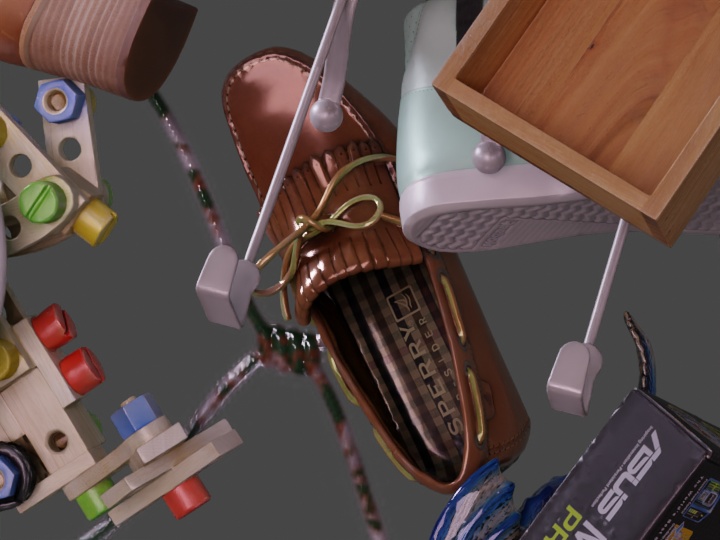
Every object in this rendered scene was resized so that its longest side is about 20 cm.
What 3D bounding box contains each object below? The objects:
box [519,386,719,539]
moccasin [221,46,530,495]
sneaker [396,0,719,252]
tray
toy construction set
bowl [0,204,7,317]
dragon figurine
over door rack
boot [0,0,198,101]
[{"bbox_3d":[0.098,0.152,1.081,0.044,0.160,0.200,42,99,36],"label":"box"},{"bbox_3d":[-0.001,0.001,1.146,0.073,0.078,0.202,-24,85,19],"label":"moccasin"},{"bbox_3d":[0.112,-0.077,1.125,0.199,0.074,0.119,-4,67,-1],"label":"sneaker"},{"bbox_3d":[0.124,-0.118,0.993,0.098,0.037,0.200,32,83,23],"label":"tray"},{"bbox_3d":[-0.128,0.028,1.176,0.131,0.092,0.201,-33,72,11],"label":"toy construction set"},{"bbox_3d":[-0.250,-0.004,1.118,0.200,0.090,0.202,0,90,16],"label":"bowl"},{"bbox_3d":[0.067,0.114,1.113,0.059,0.099,0.201,33,100,28],"label":"dragon figurine"},{"bbox_3d":[0.039,-0.038,1.043,0.147,0.067,0.201,14,57,13],"label":"over door rack"},{"bbox_3d":[-0.116,-0.183,1.186,0.155,0.077,0.201,26,93,23],"label":"boot"}]
